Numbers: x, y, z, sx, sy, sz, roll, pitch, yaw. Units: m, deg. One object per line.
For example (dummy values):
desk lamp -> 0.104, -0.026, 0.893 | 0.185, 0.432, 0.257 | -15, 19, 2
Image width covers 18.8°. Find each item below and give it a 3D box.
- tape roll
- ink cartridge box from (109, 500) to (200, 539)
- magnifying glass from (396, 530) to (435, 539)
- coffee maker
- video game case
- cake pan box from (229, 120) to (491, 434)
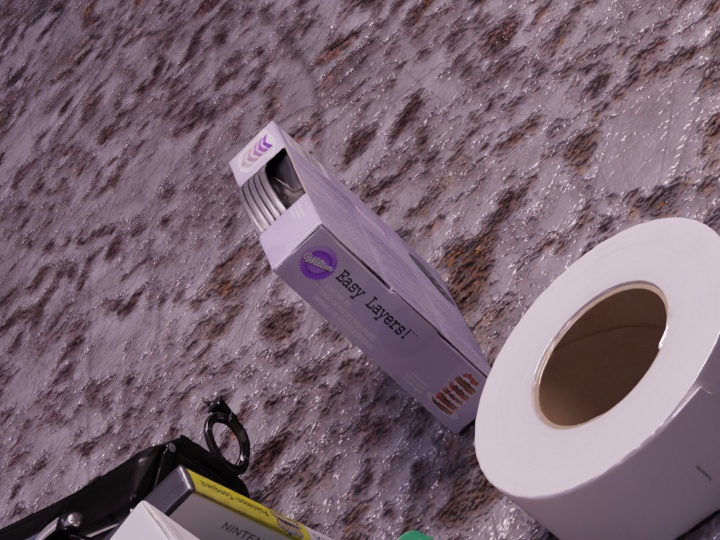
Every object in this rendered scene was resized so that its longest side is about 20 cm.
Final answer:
tape roll -> 0.163, 0.069, 1.290 | 0.202, 0.071, 0.203 | -38, 28, 24
ink cartridge box -> -0.092, 0.258, 1.302 | 0.145, 0.200, 0.084 | -51, 23, -2
magnifying glass -> -0.001, 0.197, 1.290 | 0.080, 0.022, 0.200 | -65, -20, 9
coffee maker -> -0.180, 0.217, 1.611 | 0.200, 0.135, 0.192 | -29, 10, 36
video game case -> -0.123, 0.227, 1.420 | 0.200, 0.181, 0.026 | -44, 47, 13
cake pan box -> 0.000, 0.000, 1.498 | 0.052, 0.200, 0.184 | -44, 29, 8
